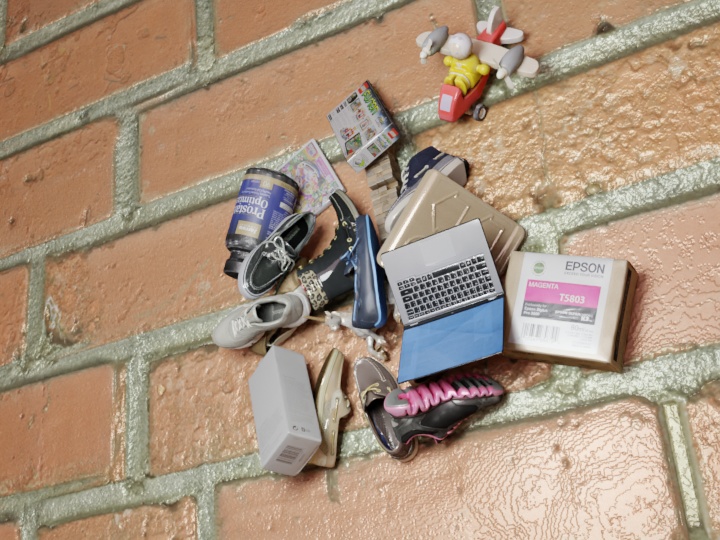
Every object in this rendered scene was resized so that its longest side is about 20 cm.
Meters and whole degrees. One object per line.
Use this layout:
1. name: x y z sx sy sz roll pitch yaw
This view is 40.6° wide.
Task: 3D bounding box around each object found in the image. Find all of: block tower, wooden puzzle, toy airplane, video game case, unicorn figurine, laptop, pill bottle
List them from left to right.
1. pill bottle: -0.191 -0.081 1.837 0.110 0.112 0.204 7 76 31
2. video game case: -0.134 -0.145 1.906 0.199 0.018 0.144 -39 59 12
3. unicorn figurine: 0.020 0.084 1.712 0.199 0.074 0.138 -36 49 -4
4. block tower: 0.050 -0.142 1.781 0.053 0.058 0.204 -21 61 20
5. laptop: 0.124 0.047 1.545 0.184 0.116 0.204 -19 90 23
6. wooden puzzle: 0.152 -0.043 1.656 0.198 0.046 0.187 32 91 -1
7. toy airplane: 0.203 -0.384 1.732 0.197 0.141 0.203 -24 61 20

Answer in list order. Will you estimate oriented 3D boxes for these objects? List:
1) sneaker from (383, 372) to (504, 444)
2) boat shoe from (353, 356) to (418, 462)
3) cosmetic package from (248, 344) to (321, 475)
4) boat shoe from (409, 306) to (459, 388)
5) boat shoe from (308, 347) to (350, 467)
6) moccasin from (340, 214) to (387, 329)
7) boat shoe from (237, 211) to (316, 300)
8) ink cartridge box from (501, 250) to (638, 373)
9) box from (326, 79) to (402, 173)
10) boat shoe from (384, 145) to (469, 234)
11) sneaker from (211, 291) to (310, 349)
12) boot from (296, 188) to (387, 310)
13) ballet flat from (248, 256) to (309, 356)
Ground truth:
1. sneaker: 0.137 0.228 1.573 0.196 0.079 0.097 -11 107 -5
2. boat shoe: 0.034 0.227 1.650 0.071 0.059 0.202 -33 59 15
3. cosmetic package: -0.133 0.240 1.684 0.102 0.073 0.202 -52 33 30
4. boat shoe: 0.150 0.118 1.608 0.072 0.068 0.201 40 96 6
5. boat shoe: -0.051 0.238 1.696 0.064 0.072 0.204 14 76 -8
6. moccasin: 0.000 0.000 1.666 0.067 0.081 0.204 -12 63 16
7. boat shoe: -0.144 -0.030 1.752 0.200 0.074 0.068 -48 16 -31
8. ink cartridge box: 0.323 0.063 1.540 0.197 0.075 0.168 5 75 31
9. box: 0.004 -0.272 1.818 0.109 0.035 0.201 -38 34 12
10. boat shoe: 0.097 -0.141 1.722 0.199 0.075 0.092 -38 48 -22
11. sneaker: -0.192 0.085 1.742 0.197 0.092 0.077 -24 76 19
12. boot: -0.055 -0.039 1.767 0.152 0.074 0.206 -26 64 -3
13. ballet flat: -0.138 0.075 1.801 0.072 0.068 0.202 36 94 26
